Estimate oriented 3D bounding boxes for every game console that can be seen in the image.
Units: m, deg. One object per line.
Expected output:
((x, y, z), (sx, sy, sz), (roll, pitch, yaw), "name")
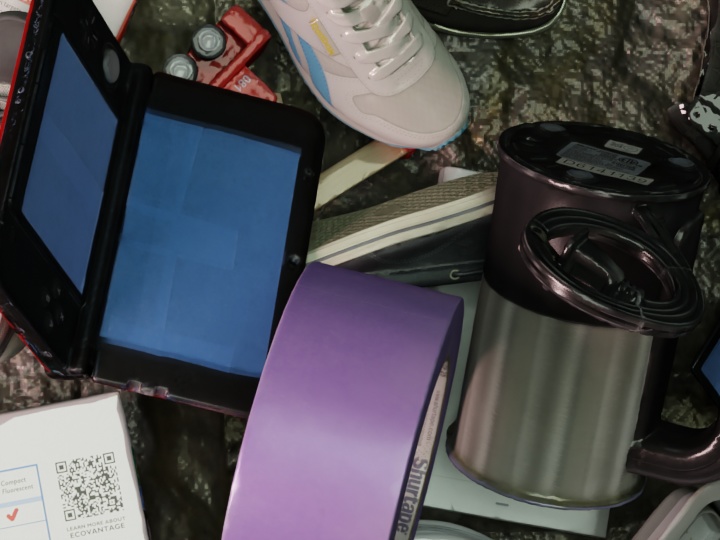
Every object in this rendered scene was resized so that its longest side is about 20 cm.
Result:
((-0.108, -0.044, 1.300), (0.119, 0.172, 0.200), (-2, 59, 17), "game console")

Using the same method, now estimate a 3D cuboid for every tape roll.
((-0.009, 0.101, 1.283), (0.085, 0.200, 0.200), (14, 82, 7), "tape roll")

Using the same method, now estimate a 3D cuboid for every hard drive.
((0.096, 0.049, 1.438), (0.132, 0.026, 0.200), (11, 83, -6), "hard drive")

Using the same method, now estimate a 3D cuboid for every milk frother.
((0.114, 0.041, 1.286), (0.180, 0.200, 0.188), (23, 116, 35), "milk frother")

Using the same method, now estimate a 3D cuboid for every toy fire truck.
((-0.059, -0.076, 1.420), (0.141, 0.049, 0.200), (43, 80, -1), "toy fire truck")

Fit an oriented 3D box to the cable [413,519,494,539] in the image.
((0.033, 0.242, 1.386), (0.200, 0.069, 0.200), (32, 81, -3), "cable")

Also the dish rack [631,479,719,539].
((0.177, 0.225, 1.373), (0.172, 0.044, 0.200), (-49, 129, -18), "dish rack")

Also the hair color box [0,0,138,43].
((-0.210, -0.096, 1.398), (0.101, 0.061, 0.200), (25, 82, -4), "hair color box")

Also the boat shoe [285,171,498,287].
((0.000, 0.000, 1.397), (0.200, 0.075, 0.062), (-17, 107, 7), "boat shoe")

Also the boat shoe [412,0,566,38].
((0.031, -0.191, 1.438), (0.201, 0.061, 0.072), (18, 82, -5), "boat shoe")

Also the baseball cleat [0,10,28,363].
((-0.192, -0.050, 1.311), (0.070, 0.106, 0.200), (1, 83, -1), "baseball cleat")

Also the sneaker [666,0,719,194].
((0.226, -0.072, 1.454), (0.104, 0.060, 0.200), (21, 82, 1), "sneaker")

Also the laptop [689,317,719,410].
((0.308, 0.044, 1.426), (0.200, 0.103, 0.177), (34, 81, -2), "laptop")

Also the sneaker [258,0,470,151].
((-0.009, -0.149, 1.366), (0.077, 0.081, 0.200), (-42, 99, -12), "sneaker")

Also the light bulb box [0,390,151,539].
((-0.208, 0.184, 1.334), (0.198, 0.125, 0.200), (-10, 84, -8), "light bulb box")
